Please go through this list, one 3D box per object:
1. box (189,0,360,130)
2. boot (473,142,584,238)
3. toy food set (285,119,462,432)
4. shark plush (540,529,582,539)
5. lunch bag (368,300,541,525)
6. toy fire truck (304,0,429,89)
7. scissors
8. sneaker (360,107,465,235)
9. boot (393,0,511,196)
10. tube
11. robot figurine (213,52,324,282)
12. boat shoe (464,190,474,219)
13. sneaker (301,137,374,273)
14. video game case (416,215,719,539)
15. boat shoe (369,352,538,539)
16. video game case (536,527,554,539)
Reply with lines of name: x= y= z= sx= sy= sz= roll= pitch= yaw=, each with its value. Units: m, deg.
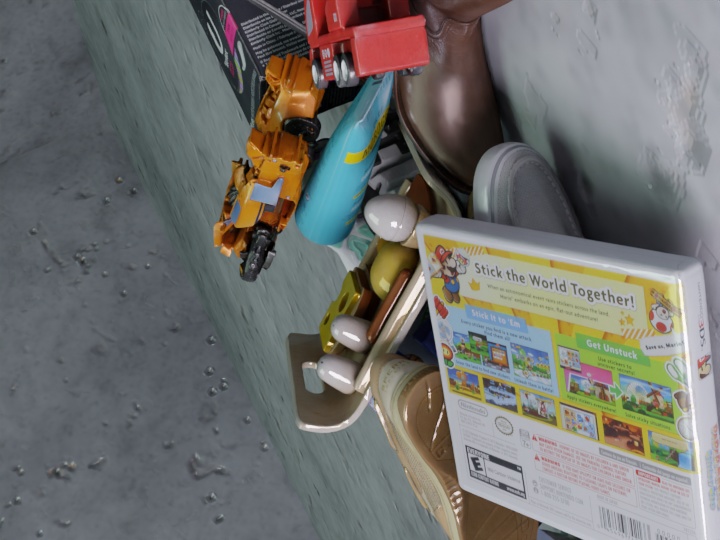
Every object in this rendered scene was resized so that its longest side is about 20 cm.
box: x=-0.084 y=-0.239 z=1.095 sx=0.202 sy=0.105 sz=0.122 roll=63 pitch=166 yaw=15
boot: x=0.138 y=0.014 z=0.756 sx=0.095 sy=0.073 sz=0.202 roll=-6 pitch=108 yaw=60
toy food set: x=0.000 y=0.000 z=0.908 sx=0.202 sy=0.060 sz=0.144 roll=-61 pitch=17 yaw=17
shark plush: x=0.171 y=0.289 z=1.032 sx=0.091 sy=0.082 sz=0.202 roll=47 pitch=157 yaw=55
lunch bag: x=0.080 y=0.107 z=0.972 sx=0.199 sy=0.076 sz=0.161 roll=37 pitch=162 yaw=13
toy fire truck: x=-0.001 y=-0.185 z=0.762 sx=0.200 sy=0.048 sz=0.143 roll=-151 pitch=51 yaw=-75
scissors: x=-0.019 y=-0.162 z=0.911 sx=0.073 sy=0.014 sz=0.199 roll=28 pitch=180 yaw=34
sneaker: x=0.045 y=-0.037 z=1.029 sx=0.091 sy=0.066 sz=0.202 roll=83 pitch=163 yaw=-60
boot: x=0.069 y=-0.145 z=0.749 sx=0.189 sy=0.064 sz=0.200 roll=66 pitch=164 yaw=-1
tube: x=-0.009 y=-0.088 z=0.949 sx=0.201 sy=0.050 sz=0.078 roll=116 pitch=174 yaw=-61
robot figurine: x=-0.076 y=-0.079 z=1.028 sx=0.200 sy=0.057 sz=0.147 roll=121 pitch=163 yaw=-58
boat shoe: x=0.118 y=0.032 z=0.845 sx=0.072 sy=0.064 sz=0.203 roll=-134 pitch=27 yaw=-68
sneaker: x=0.008 y=-0.045 z=1.167 sx=0.201 sy=0.077 sz=0.141 roll=57 pitch=-165 yaw=-29
video game case: x=0.117 y=0.068 z=0.721 sx=0.199 sy=0.023 sz=0.185 roll=14 pitch=121 yaw=51
boat shoe: x=0.067 y=0.136 z=0.880 sx=0.064 sy=0.071 sz=0.202 roll=26 pitch=147 yaw=53
video game case: x=0.183 y=0.295 z=0.896 sx=0.202 sy=0.023 sz=0.182 roll=67 pitch=168 yaw=-12
